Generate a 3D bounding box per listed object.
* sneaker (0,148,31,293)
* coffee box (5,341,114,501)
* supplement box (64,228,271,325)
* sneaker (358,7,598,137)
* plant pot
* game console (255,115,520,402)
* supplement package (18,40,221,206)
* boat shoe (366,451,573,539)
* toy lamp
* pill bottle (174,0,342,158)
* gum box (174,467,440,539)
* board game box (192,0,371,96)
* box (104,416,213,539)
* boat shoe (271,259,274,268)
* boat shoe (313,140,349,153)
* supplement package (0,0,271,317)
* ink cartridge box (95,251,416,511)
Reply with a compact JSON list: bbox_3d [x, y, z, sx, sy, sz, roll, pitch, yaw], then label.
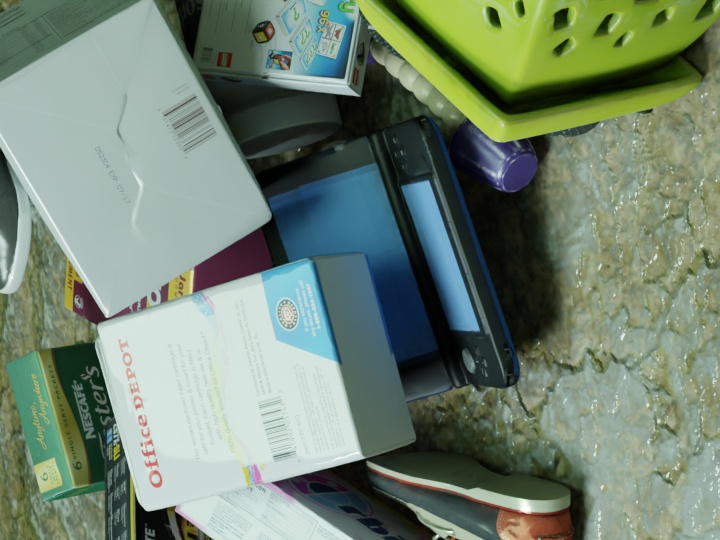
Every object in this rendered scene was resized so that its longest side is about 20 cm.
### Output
[{"bbox_3d":[-0.321,-0.076,1.684,0.071,0.099,0.201,-1,98,50],"label":"sneaker"},{"bbox_3d":[-0.200,0.120,1.808,0.044,0.200,0.123,-23,78,37],"label":"coffee box"},{"bbox_3d":[-0.157,-0.005,1.810,0.200,0.103,0.131,24,114,47],"label":"supplement box"},{"bbox_3d":[0.094,-0.163,1.483,0.200,0.080,0.074,34,162,26],"label":"sneaker"},{"bbox_3d":[0.120,-0.201,1.348,0.200,0.199,0.182,46,137,37],"label":"plant pot"},{"bbox_3d":[0.014,0.004,1.544,0.171,0.118,0.201,176,74,-78],"label":"game console"},{"bbox_3d":[-0.214,-0.128,1.781,0.114,0.200,0.110,23,115,47],"label":"supplement package"},{"bbox_3d":[0.077,0.175,1.574,0.200,0.071,0.063,11,108,47],"label":"boat shoe"},{"bbox_3d":[0.056,-0.123,1.551,0.200,0.058,0.058,44,129,39],"label":"toy lamp"},{"bbox_3d":[-0.082,-0.196,1.667,0.116,0.116,0.201,-25,77,51],"label":"pill bottle"},{"bbox_3d":[-0.036,0.198,1.639,0.200,0.113,0.066,31,103,30],"label":"gum box"},{"bbox_3d":[-0.046,-0.234,1.580,0.126,0.035,0.201,8,82,18],"label":"board game box"},{"bbox_3d":[-0.125,0.216,1.708,0.049,0.159,0.200,-42,38,35],"label":"box"},{"bbox_3d":[-0.045,0.064,1.709,0.072,0.067,0.201,25,120,46],"label":"boat shoe"},{"bbox_3d":[0.000,0.000,1.634,0.069,0.071,0.201,0,95,54],"label":"boat shoe"},{"bbox_3d":[-0.190,-0.106,1.591,0.192,0.147,0.200,62,173,-23],"label":"supplement package"},{"bbox_3d":[-0.078,0.081,1.547,0.200,0.085,0.145,-17,86,30],"label":"ink cartridge box"}]
